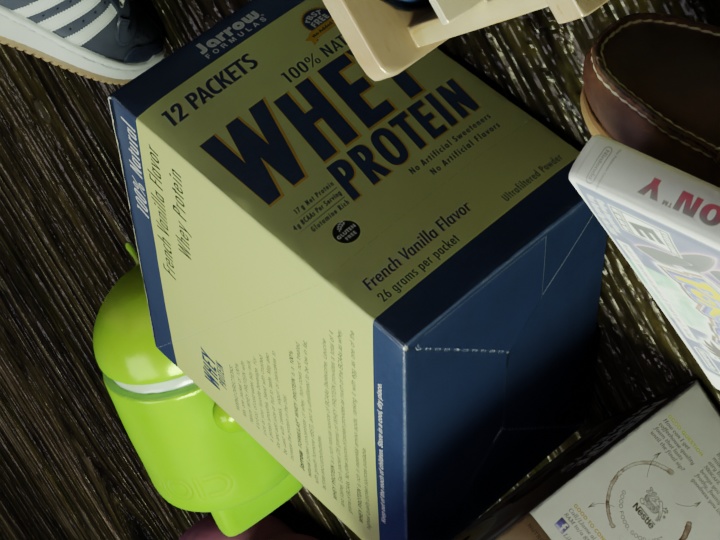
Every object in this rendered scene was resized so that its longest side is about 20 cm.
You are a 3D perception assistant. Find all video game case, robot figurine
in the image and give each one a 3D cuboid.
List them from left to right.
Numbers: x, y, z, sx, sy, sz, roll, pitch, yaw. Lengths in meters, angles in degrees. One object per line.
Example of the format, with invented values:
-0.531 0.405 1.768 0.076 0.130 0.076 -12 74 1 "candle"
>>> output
-0.104 0.075 1.185 0.175 0.115 0.201 32 149 54 "robot figurine"
0.178 0.037 0.640 0.181 0.023 0.200 29 170 35 "video game case"

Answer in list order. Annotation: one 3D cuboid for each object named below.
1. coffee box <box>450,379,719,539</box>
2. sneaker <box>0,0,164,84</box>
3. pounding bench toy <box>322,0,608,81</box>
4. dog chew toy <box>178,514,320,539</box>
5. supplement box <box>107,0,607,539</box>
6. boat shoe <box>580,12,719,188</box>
0.087 0.146 0.837 0.080 0.199 0.113 55 156 3 "coffee box"
-0.158 -0.174 0.980 0.199 0.109 0.070 14 -153 -53 "sneaker"
0.026 -0.187 0.600 0.201 0.124 0.156 59 155 -13 "pounding bench toy"
-0.060 0.247 1.339 0.199 0.124 0.125 4 128 48 "dog chew toy"
0.000 0.000 0.879 0.199 0.134 0.201 39 152 28 "supplement box"
0.162 -0.042 0.618 0.199 0.071 0.071 31 156 24 "boat shoe"
